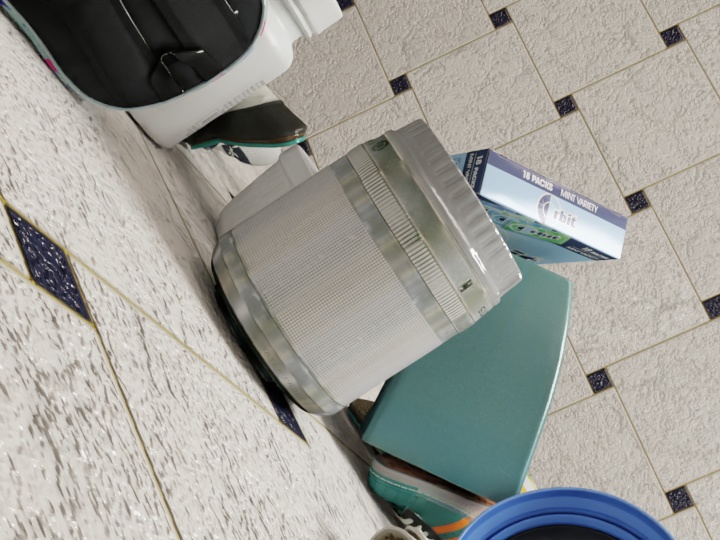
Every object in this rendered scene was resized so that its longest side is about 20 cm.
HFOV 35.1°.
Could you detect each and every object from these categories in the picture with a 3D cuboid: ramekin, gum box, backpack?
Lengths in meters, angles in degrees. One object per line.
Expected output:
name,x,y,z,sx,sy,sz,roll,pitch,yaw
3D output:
ramekin,-0.046,-0.004,1.043,0.201,0.105,0.200,57,3,-5
gum box,0.111,-0.050,1.036,0.169,0.045,0.200,22,-15,-32
backpack,-0.162,-0.219,0.783,0.200,0.177,0.151,59,6,-36

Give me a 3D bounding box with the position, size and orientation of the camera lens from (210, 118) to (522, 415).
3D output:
camera lens,0.000,0.000,0.858,0.160,0.199,0.160,57,3,-5

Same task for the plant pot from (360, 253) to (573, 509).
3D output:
plant pot,0.105,0.085,1.018,0.141,0.201,0.141,25,-3,1

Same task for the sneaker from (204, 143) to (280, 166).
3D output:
sneaker,-0.144,-0.158,1.266,0.199,0.079,0.130,54,6,-44

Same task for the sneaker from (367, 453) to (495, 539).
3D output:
sneaker,0.076,0.230,1.008,0.200,0.080,0.071,31,0,-29

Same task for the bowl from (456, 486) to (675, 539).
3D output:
bowl,0.160,0.262,0.874,0.039,0.200,0.201,81,-15,-45

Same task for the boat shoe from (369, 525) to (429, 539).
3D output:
boat shoe,0.034,0.196,0.731,0.070,0.071,0.200,61,11,16

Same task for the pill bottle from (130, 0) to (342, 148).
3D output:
pill bottle,-0.122,-0.207,1.002,0.115,0.199,0.114,57,3,-5

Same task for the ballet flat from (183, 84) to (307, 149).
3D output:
ballet flat,-0.124,-0.151,1.090,0.200,0.068,0.069,6,-68,53

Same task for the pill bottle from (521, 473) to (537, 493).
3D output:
pill bottle,0.177,0.319,1.226,0.200,0.111,0.111,60,4,35

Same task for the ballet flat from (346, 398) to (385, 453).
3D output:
ballet flat,0.068,0.192,1.130,0.200,0.075,0.068,57,4,-10
